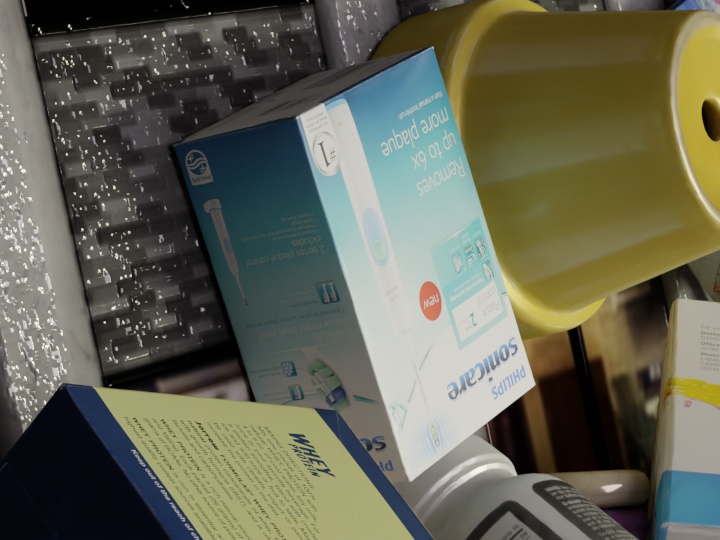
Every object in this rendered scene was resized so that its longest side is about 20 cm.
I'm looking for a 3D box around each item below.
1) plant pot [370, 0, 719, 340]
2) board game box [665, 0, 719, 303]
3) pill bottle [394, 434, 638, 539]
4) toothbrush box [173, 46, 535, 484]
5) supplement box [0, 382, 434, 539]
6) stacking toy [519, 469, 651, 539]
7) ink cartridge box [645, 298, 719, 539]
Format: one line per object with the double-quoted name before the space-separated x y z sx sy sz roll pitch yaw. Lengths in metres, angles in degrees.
"plant pot" 0.128 -0.068 1.586 0.200 0.188 0.202 21 64 -51
"board game box" 0.246 -0.080 1.833 0.199 0.043 0.200 54 38 -4
"pill bottle" 0.102 0.180 1.460 0.116 0.200 0.117 -31 141 -29
"toothbrush box" 0.000 0.000 1.474 0.146 0.085 0.201 -30 107 -54
"supplement box" -0.055 0.171 1.229 0.199 0.134 0.200 9 37 -54
"stacking toy" 0.132 0.218 1.615 0.085 0.085 0.201 4 82 -55
"ink cartridge box" 0.247 0.140 1.660 0.201 0.145 0.147 -80 173 -50
